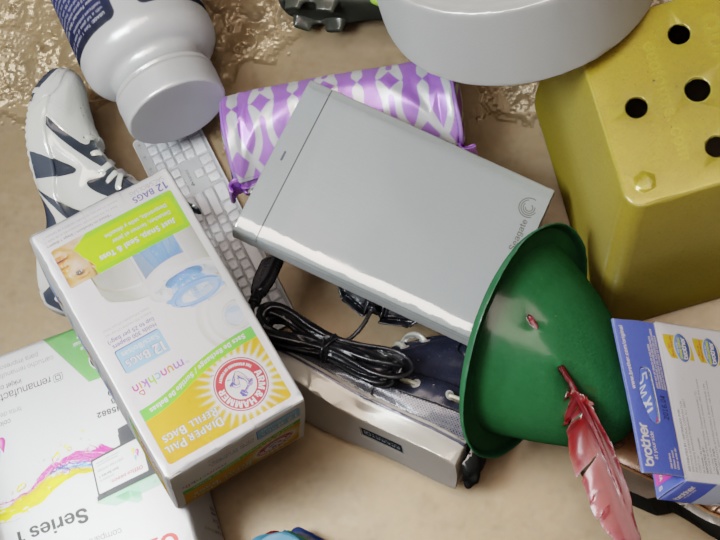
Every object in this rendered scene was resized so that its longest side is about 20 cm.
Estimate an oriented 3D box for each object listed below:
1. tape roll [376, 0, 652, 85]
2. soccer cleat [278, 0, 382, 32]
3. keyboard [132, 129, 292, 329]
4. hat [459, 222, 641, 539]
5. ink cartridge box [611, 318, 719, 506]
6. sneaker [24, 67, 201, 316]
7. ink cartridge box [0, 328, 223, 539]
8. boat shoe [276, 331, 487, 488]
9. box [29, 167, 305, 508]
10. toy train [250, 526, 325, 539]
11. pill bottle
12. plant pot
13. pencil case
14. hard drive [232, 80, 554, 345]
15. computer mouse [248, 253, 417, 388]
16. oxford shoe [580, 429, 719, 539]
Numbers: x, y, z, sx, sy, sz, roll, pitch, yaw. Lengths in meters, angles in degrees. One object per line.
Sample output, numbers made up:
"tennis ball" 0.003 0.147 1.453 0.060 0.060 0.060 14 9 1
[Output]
"tape roll" 0.103 -0.222 1.086 0.202 0.071 0.203 -9 52 12
"soccer cleat" 0.031 -0.232 1.261 0.199 0.065 0.084 6 70 12
"keyboard" -0.117 -0.033 1.261 0.056 0.011 0.200 -29 72 2
"hat" 0.180 0.087 1.073 0.176 0.165 0.201 21 115 32
"ink cartridge box" 0.256 0.101 1.073 0.199 0.042 0.120 10 56 -24
"sneaker" -0.188 -0.068 1.243 0.129 0.079 0.200 -7 74 13
"ink cartridge box" -0.199 0.151 1.185 0.144 0.084 0.201 -20 71 4
"boat shoe" 0.018 0.081 1.181 0.200 0.075 0.093 26 65 15
"box" -0.133 0.049 1.114 0.112 0.101 0.200 -28 74 -12
"toy train" -0.079 0.276 1.112 0.084 0.116 0.200 25 80 16
"pill bottle" -0.183 -0.205 1.262 0.111 0.111 0.200 -27 67 2
"plant pot" 0.237 -0.097 1.126 0.199 0.176 0.201 -16 72 6
"pencil case" -0.014 -0.109 1.223 0.199 0.084 0.086 -11 58 7
"hard drive" 0.025 -0.041 1.150 0.200 0.027 0.132 25 72 4
"computer mouse" 0.000 0.000 1.191 0.140 0.046 0.200 17 56 12
"oxford shoe" 0.259 0.155 1.109 0.200 0.071 0.071 25 76 17
